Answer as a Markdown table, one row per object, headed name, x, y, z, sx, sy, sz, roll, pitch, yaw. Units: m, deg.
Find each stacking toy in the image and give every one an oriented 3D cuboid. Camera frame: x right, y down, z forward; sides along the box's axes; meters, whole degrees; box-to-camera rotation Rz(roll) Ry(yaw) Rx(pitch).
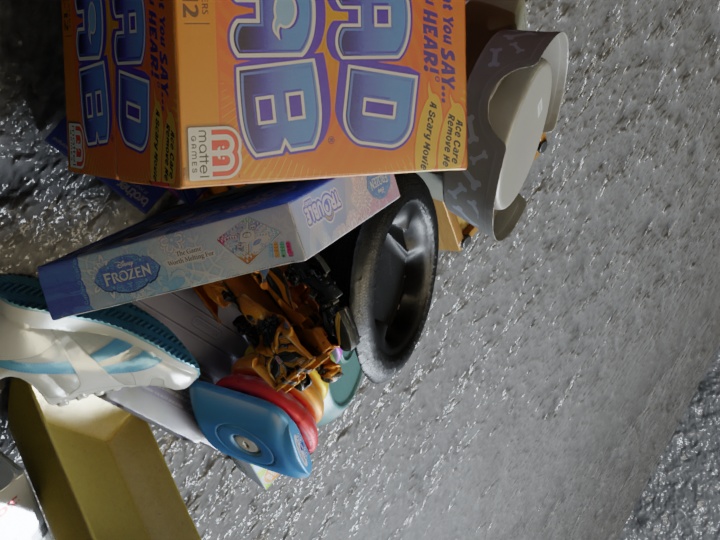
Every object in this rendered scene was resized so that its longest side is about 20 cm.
| name | x | y | z | sx | sy | sz | roll | pitch | yaw |
| --- | --- | --- | --- | --- | --- | --- | --- | --- | --- |
| stacking toy | -0.059 | 0.081 | 1.275 | 0.201 | 0.109 | 0.117 | -60 | 150 | -31 |

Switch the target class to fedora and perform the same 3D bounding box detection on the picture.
| name | x | y | z | sx | sy | sz | roll | pitch | yaw |
| --- | --- | --- | --- | --- | --- | --- | --- | --- | --- |
| fedora | 0.000 | 0.000 | 1.221 | 0.200 | 0.091 | 0.203 | 13 | 90 | -70 |

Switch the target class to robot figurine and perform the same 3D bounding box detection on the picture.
| name | x | y | z | sx | sy | sz | roll | pitch | yaw |
| --- | --- | --- | --- | --- | --- | --- | --- | --- | --- |
| robot figurine | -0.086 | 0.016 | 1.149 | 0.058 | 0.201 | 0.145 | -34 | 175 | -38 |

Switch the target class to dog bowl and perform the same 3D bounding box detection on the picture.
| name | x | y | z | sx | sy | sz | roll | pitch | yaw |
| --- | --- | --- | --- | --- | --- | --- | --- | --- | --- |
| dog bowl | 0.134 | -0.132 | 1.288 | 0.200 | 0.058 | 0.202 | 19 | 90 | -75 |

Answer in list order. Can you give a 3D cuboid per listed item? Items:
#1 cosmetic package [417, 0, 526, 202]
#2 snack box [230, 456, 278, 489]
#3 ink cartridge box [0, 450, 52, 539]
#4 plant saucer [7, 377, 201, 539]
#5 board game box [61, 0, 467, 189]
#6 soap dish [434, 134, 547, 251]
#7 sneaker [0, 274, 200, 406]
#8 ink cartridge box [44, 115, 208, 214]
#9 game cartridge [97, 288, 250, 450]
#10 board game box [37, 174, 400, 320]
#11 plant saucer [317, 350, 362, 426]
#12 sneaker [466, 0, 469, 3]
| name | x | y | z | sx | sy | sz | roll | pitch | yaw |
| --- | --- | --- | --- | --- | --- | --- | --- | --- | --- |
| cosmetic package | 0.097 | -0.176 | 1.352 | 0.105 | 0.070 | 0.202 | 53 | 57 | -75 |
| snack box | -0.093 | 0.122 | 1.427 | 0.142 | 0.053 | 0.201 | -48 | 150 | -17 |
| ink cartridge box | -0.329 | 0.241 | 1.121 | 0.146 | 0.084 | 0.201 | -41 | 148 | -29 |
| plant saucer | -0.217 | 0.186 | 1.166 | 0.048 | 0.201 | 0.200 | -33 | 154 | 9 |
| board game box | -0.068 | -0.163 | 0.885 | 0.198 | 0.199 | 0.202 | -6 | 99 | -29 |
| soap dish | 0.119 | -0.128 | 1.496 | 0.200 | 0.081 | 0.158 | -50 | 152 | -14 |
| sneaker | -0.220 | 0.066 | 1.108 | 0.199 | 0.077 | 0.081 | 19 | 106 | -38 |
| ink cartridge box | -0.127 | -0.132 | 1.035 | 0.200 | 0.119 | 0.042 | -48 | 153 | -18 |
| game cartridge | -0.164 | 0.076 | 1.238 | 0.130 | 0.038 | 0.200 | -57 | 141 | -5 |
| board game box | -0.094 | -0.029 | 0.987 | 0.200 | 0.197 | 0.044 | -37 | 113 | -66 |
| plant saucer | -0.022 | 0.061 | 1.419 | 0.200 | 0.027 | 0.203 | 5 | 90 | -75 |
| sneaker | 0.024 | -0.262 | 1.182 | 0.199 | 0.073 | 0.114 | 10 | 146 | -30 |
